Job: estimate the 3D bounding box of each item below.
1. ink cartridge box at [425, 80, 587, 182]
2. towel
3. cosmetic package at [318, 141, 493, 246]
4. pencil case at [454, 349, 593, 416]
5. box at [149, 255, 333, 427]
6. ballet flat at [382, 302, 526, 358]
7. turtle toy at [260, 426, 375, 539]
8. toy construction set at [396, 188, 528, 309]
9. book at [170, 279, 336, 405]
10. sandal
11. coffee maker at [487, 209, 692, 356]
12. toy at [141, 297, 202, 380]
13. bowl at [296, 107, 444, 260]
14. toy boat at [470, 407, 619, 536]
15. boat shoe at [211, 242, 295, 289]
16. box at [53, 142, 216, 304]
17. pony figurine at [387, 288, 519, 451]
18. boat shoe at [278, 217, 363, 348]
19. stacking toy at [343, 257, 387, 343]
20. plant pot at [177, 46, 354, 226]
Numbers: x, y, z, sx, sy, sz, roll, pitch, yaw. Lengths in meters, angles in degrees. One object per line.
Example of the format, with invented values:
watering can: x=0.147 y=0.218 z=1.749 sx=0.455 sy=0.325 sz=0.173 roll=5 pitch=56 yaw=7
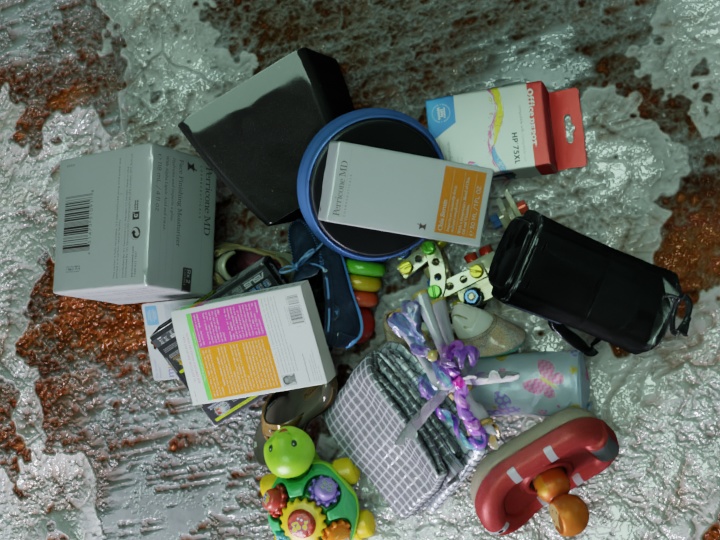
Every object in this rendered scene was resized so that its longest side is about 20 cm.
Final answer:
ink cartridge box: x=0.194 y=-0.182 z=1.616 sx=0.200 sy=0.067 sz=0.116 roll=-8 pitch=82 yaw=16
towel: x=0.050 y=0.214 z=1.571 sx=0.200 sy=0.086 sz=0.166 roll=52 pitch=139 yaw=17
cosmetic package: x=0.055 y=-0.095 z=1.505 sx=0.200 sy=0.071 sz=0.102 roll=8 pitch=94 yaw=-11
pencil case: x=0.197 y=0.151 z=1.569 sx=0.200 sy=0.083 sz=0.091 roll=-5 pitch=87 yaw=17
box: x=-0.164 y=0.098 z=1.663 sx=0.200 sy=0.044 sz=0.160 roll=-33 pitch=101 yaw=14
ballet flat: x=0.115 y=0.075 z=1.580 sx=0.200 sy=0.067 sz=0.068 roll=-4 pitch=38 yaw=27
turtle toy: x=-0.073 y=0.302 z=1.615 sx=0.145 sy=0.101 sz=0.200 roll=-15 pitch=94 yaw=16
toy construction set: x=0.150 y=-0.020 z=1.606 sx=0.200 sy=0.092 sz=0.131 roll=-31 pitch=75 yaw=24
book: x=-0.144 y=0.096 z=1.588 sx=0.200 sy=0.048 sz=0.134 roll=-11 pitch=101 yaw=24
sandal: x=-0.100 y=0.195 z=1.643 sx=0.200 sy=0.055 sz=0.082 roll=-47 pitch=50 yaw=38
coffee maker: x=0.275 y=0.010 z=1.469 sx=0.200 sy=0.192 sz=0.135 roll=21 pitch=71 yaw=-12
toy: x=-0.218 y=0.097 z=1.717 sx=0.200 sy=0.047 sz=0.115 roll=-6 pitch=97 yaw=13
bowl: x=0.019 y=-0.108 z=1.562 sx=0.200 sy=0.039 sz=0.201 roll=-3 pitch=104 yaw=-12
toy boat: x=0.239 y=0.272 z=1.506 sx=0.200 sy=0.130 sz=0.131 roll=-34 pitch=51 yaw=13
boat shoe: x=-0.183 y=-0.007 z=1.718 sx=0.200 sy=0.066 sz=0.074 roll=0 pitch=84 yaw=18
box: x=-0.318 y=-0.061 z=1.706 sx=0.200 sy=0.131 sz=0.199 roll=-5 pitch=80 yaw=37
pony figurine: x=0.106 y=0.125 z=1.450 sx=0.166 sy=0.193 sz=0.200 roll=-29 pitch=76 yaw=11
boat shoe: x=-0.057 y=0.010 z=1.620 sx=0.084 sy=0.069 sz=0.200 roll=-54 pitch=51 yaw=38
stacking toy: x=0.000 y=0.000 z=1.657 sx=0.085 sy=0.085 sz=0.200 roll=10 pitch=92 yaw=19
plant pot: x=-0.095 y=-0.171 z=1.653 sx=0.200 sy=0.200 sz=0.178 roll=-30 pitch=89 yaw=13
